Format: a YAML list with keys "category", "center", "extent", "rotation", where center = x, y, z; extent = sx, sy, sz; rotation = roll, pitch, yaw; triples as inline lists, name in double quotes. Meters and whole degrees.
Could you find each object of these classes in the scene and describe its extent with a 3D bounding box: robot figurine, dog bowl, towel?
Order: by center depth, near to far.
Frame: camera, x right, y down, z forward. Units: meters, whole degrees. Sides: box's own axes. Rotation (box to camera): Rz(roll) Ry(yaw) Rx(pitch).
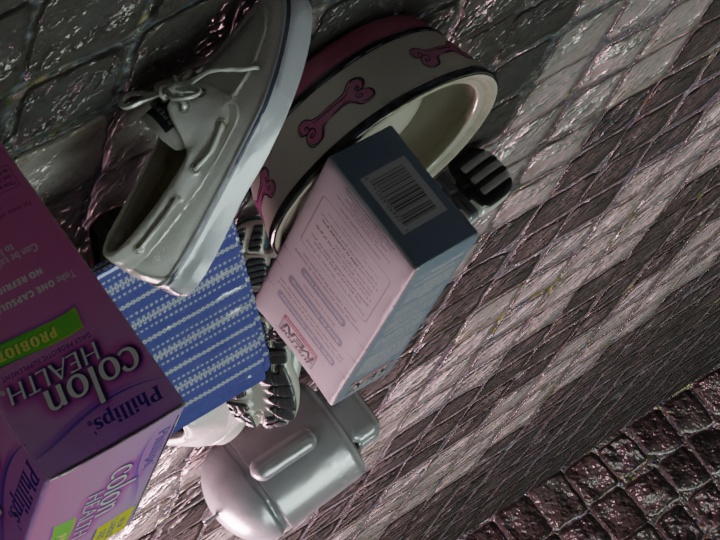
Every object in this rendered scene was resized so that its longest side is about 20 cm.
- category: "towel"
  center: [-0.134, 0.043, 1.442]
  extent: [0.144, 0.024, 0.200]
  rotation: [-31, 145, -17]
- category: "dog bowl"
  center: [-0.002, -0.100, 1.541]
  extent: [0.200, 0.074, 0.200]
  rotation: [-35, 166, -10]
- category: "robot figurine"
  center: [-0.076, 0.191, 2.157]
  extent: [0.200, 0.113, 0.170]
  rotation: [-36, 167, -6]

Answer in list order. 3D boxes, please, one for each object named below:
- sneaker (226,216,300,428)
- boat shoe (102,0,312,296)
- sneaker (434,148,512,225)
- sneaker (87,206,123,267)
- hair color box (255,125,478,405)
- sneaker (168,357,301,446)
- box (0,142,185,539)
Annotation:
- category: "sneaker"
  center: [-0.083, 0.033, 1.716]
  extent: [0.077, 0.080, 0.201]
  rotation: [3, 131, 1]
- category: "boat shoe"
  center: [-0.105, -0.090, 1.325]
  extent: [0.086, 0.075, 0.203]
  rotation: [23, 98, -27]
- category: "sneaker"
  center: [0.041, -0.022, 1.875]
  extent: [0.200, 0.075, 0.116]
  rotation: [-29, 165, -33]
- category: "sneaker"
  center: [-0.153, 0.030, 1.516]
  extent: [0.079, 0.095, 0.200]
  rotation: [-33, 150, -25]
- category: "hair color box"
  center: [0.000, 0.000, 1.506]
  extent: [0.061, 0.099, 0.200]
  rotation: [-29, 163, -32]
- category: "sneaker"
  center: [-0.123, 0.102, 1.882]
  extent: [0.088, 0.075, 0.200]
  rotation: [-10, 152, -38]
- category: "box"
  center: [-0.212, 0.059, 1.278]
  extent: [0.097, 0.200, 0.176]
  rotation: [-29, 164, -29]
